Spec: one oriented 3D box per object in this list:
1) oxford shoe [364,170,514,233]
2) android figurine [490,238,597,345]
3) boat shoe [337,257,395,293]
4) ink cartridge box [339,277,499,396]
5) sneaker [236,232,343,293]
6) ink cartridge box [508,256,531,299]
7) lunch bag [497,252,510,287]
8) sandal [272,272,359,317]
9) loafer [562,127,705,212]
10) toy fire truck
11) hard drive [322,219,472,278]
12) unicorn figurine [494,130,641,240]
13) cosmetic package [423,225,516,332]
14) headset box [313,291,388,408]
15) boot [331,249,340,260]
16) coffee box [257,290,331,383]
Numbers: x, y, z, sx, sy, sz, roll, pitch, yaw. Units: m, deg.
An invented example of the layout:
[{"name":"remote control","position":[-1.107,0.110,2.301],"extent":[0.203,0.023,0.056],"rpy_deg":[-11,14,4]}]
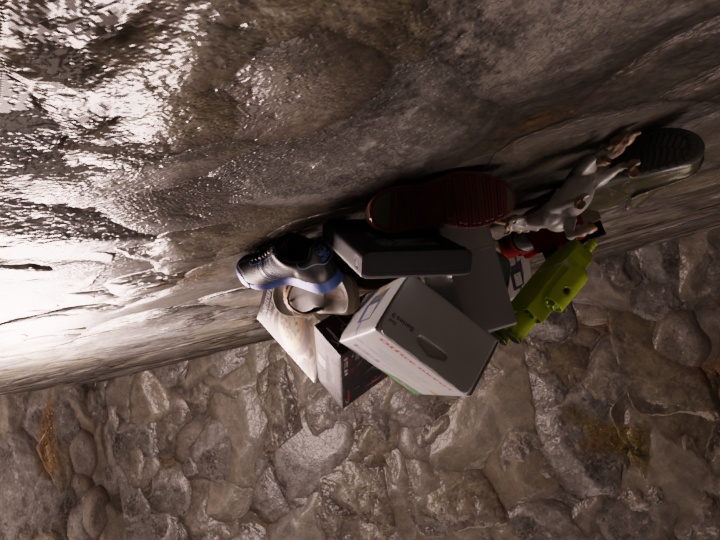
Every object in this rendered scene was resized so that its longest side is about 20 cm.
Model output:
[{"name":"oxford shoe","position":[0.099,-0.087,0.765],"extent":[0.195,0.072,0.075],"rpy_deg":[-4,-177,-12]},{"name":"android figurine","position":[0.278,0.029,0.894],"extent":[0.200,0.041,0.182],"rpy_deg":[-46,177,-12]},{"name":"boat shoe","position":[0.000,0.000,0.934],"extent":[0.197,0.075,0.062],"rpy_deg":[-17,177,29]},{"name":"ink cartridge box","position":[0.069,0.093,0.792],"extent":[0.088,0.144,0.200],"rpy_deg":[-56,-174,-15]},{"name":"sneaker","position":[-0.115,-0.018,0.873],"extent":[0.197,0.079,0.071],"rpy_deg":[2,-138,34]},{"name":"ink cartridge box","position":[0.235,0.020,1.162],"extent":[0.142,0.086,0.199],"rpy_deg":[-9,-178,33]},{"name":"lunch bag","position":[0.165,0.052,1.002],"extent":[0.076,0.204,0.160],"rpy_deg":[14,-169,-18]},{"name":"sandal","position":[-0.080,0.039,0.906],"extent":[0.053,0.082,0.198],"rpy_deg":[-20,-168,-40]},{"name":"loafer","position":[0.365,-0.127,0.793],"extent":[0.069,0.076,0.199],"rpy_deg":[35,160,-22]},{"name":"toy fire truck","position":[0.271,-0.070,1.002],"extent":[0.197,0.131,0.176],"rpy_deg":[-21,174,-14]},{"name":"hard drive","position":[0.038,-0.034,0.771],"extent":[0.136,0.034,0.200],"rpy_deg":[-2,-164,-16]},{"name":"unicorn figurine","position":[0.265,-0.092,0.764],"extent":[0.198,0.075,0.137],"rpy_deg":[-35,-171,-4]},{"name":"cosmetic package","position":[0.142,-0.006,0.857],"extent":[0.088,0.205,0.107],"rpy_deg":[-10,171,-16]},{"name":"headset box","position":[0.026,0.108,0.976],"extent":[0.198,0.075,0.150],"rpy_deg":[-30,144,-26]},{"name":"boot","position":[-0.057,-0.003,1.054],"extent":[0.196,0.066,0.187],"rpy_deg":[-14,163,0]},{"name":"coffee box","position":[-0.096,0.090,1.072],"extent":[0.079,0.115,0.199],"rpy_deg":[-7,-146,-41]}]
